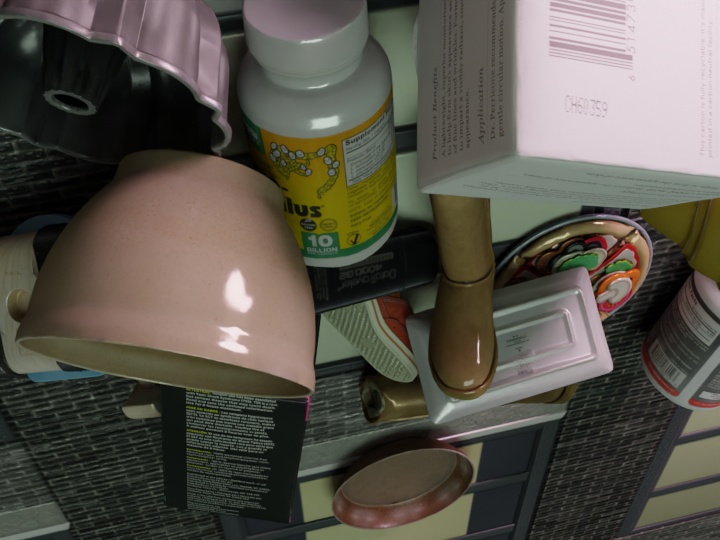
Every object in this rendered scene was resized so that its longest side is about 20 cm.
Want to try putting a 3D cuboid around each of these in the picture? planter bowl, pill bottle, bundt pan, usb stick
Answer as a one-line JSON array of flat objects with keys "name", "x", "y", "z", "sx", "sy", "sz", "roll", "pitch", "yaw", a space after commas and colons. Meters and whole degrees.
[{"name": "planter bowl", "x": -0.119, "y": 0.002, "z": 0.597, "sx": 0.195, "sy": 0.138, "sz": 0.201, "roll": 7, "pitch": 165, "yaw": 2}, {"name": "pill bottle", "x": -0.030, "y": -0.107, "z": 0.638, "sx": 0.110, "sy": 0.114, "sz": 0.202, "roll": -12, "pitch": 140, "yaw": -6}, {"name": "bundt pan", "x": -0.168, "y": -0.136, "z": 0.534, "sx": 0.197, "sy": 0.078, "sz": 0.202, "roll": 10, "pitch": 165, "yaw": 3}, {"name": "pill bottle", "x": 0.405, "y": 0.053, "z": 0.971, "sx": 0.113, "sy": 0.117, "sz": 0.202, "roll": 0, "pitch": 137, "yaw": -20}, {"name": "planter bowl", "x": 0.262, "y": -0.092, "z": 0.688, "sx": 0.081, "sy": 0.203, "sz": 0.203, "roll": 10, "pitch": 142, "yaw": 13}, {"name": "usb stick", "x": 0.000, "y": 0.000, "z": 0.764, "sx": 0.032, "sy": 0.057, "sz": 0.198, "roll": 2, "pitch": -169, "yaw": 43}]

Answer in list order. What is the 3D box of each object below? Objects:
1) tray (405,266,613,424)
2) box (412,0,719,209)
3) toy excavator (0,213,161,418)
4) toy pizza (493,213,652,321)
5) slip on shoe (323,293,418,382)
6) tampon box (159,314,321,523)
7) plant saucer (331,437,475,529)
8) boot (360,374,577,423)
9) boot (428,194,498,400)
[{"name": "tray", "x": 0.149, "y": 0.071, "z": 0.851, "sx": 0.195, "sy": 0.110, "sz": 0.022, "roll": -15, "pitch": 177, "yaw": -10}, {"name": "box", "x": 0.147, "y": -0.151, "z": 0.564, "sx": 0.195, "sy": 0.205, "sz": 0.130, "roll": 2, "pitch": 177, "yaw": -23}, {"name": "toy excavator", "x": -0.224, "y": 0.048, "z": 0.746, "sx": 0.097, "sy": 0.200, "sz": 0.200, "roll": -7, "pitch": -174, "yaw": 18}, {"name": "toy pizza", "x": 0.222, "y": 0.021, "z": 0.934, "sx": 0.195, "sy": 0.032, "sz": 0.203, "roll": -10, "pitch": 139, "yaw": -9}, {"name": "slip on shoe", "x": 0.006, "y": 0.029, "z": 0.849, "sx": 0.073, "sy": 0.062, "sz": 0.201, "roll": 0, "pitch": 140, "yaw": 40}, {"name": "tampon box", "x": -0.107, "y": 0.109, "z": 0.801, "sx": 0.123, "sy": 0.152, "sz": 0.202, "roll": 8, "pitch": 136, "yaw": -4}, {"name": "plant saucer", "x": 0.054, "y": 0.279, "z": 1.160, "sx": 0.195, "sy": 0.035, "sz": 0.203, "roll": -10, "pitch": 138, "yaw": -9}, {"name": "boot", "x": 0.113, "y": 0.125, "z": 0.937, "sx": 0.195, "sy": 0.068, "sz": 0.175, "roll": -5, "pitch": 163, "yaw": -15}, {"name": "boot", "x": 0.083, "y": -0.013, "z": 0.749, "sx": 0.064, "sy": 0.178, "sz": 0.202, "roll": -2, "pitch": 144, "yaw": 9}]
